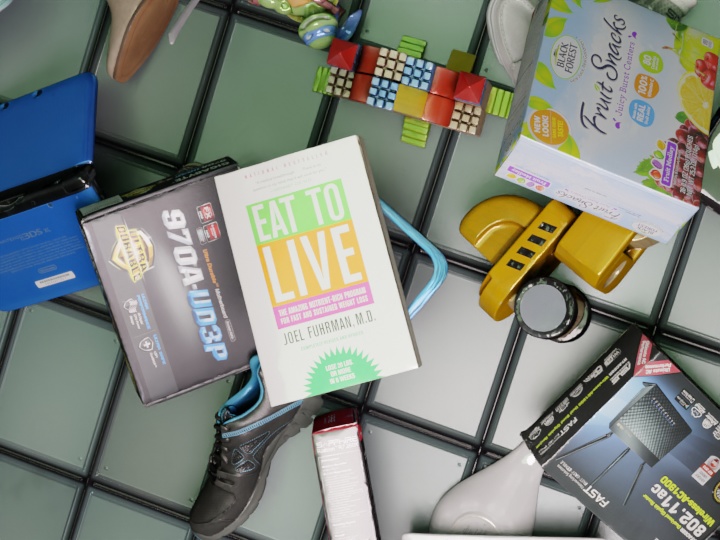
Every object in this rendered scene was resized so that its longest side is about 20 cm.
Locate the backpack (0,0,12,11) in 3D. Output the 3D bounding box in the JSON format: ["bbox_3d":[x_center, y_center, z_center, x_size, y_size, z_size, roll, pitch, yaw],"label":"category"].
[{"bbox_3d":[-0.425,-0.292,1.412,0.174,0.200,0.154,-21,106,7],"label":"backpack"}]

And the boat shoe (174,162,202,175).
[{"bbox_3d":[-0.187,-0.008,1.458,0.071,0.065,0.202,20,95,7],"label":"boat shoe"}]

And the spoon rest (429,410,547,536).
[{"bbox_3d":[0.143,0.218,1.433,0.099,0.061,0.201,36,110,6],"label":"spoon rest"}]

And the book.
[{"bbox_3d":[-0.037,0.001,1.252,0.132,0.048,0.202,-15,89,7],"label":"book"}]

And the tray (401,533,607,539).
[{"bbox_3d":[0.140,0.297,1.417,0.198,0.022,0.108,0,129,8],"label":"tray"}]

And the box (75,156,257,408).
[{"bbox_3d":[-0.167,0.011,1.409,0.158,0.046,0.202,-20,111,-13],"label":"box"}]

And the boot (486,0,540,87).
[{"bbox_3d":[0.181,-0.180,1.379,0.073,0.096,0.201,-29,90,3],"label":"boot"}]

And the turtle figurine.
[{"bbox_3d":[-0.078,-0.313,1.376,0.144,0.199,0.196,-35,62,45],"label":"turtle figurine"}]

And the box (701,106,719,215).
[{"bbox_3d":[0.400,-0.125,1.339,0.148,0.124,0.201,33,95,6],"label":"box"}]

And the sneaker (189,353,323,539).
[{"bbox_3d":[-0.120,0.170,1.440,0.082,0.073,0.201,29,94,-34],"label":"sneaker"}]

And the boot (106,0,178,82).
[{"bbox_3d":[-0.247,-0.308,1.459,0.145,0.070,0.201,31,95,12],"label":"boot"}]

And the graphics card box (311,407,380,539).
[{"bbox_3d":[-0.008,0.240,1.413,0.050,0.125,0.202,-11,92,-1],"label":"graphics card box"}]

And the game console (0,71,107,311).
[{"bbox_3d":[-0.315,-0.075,1.470,0.198,0.119,0.171,-15,122,28],"label":"game console"}]

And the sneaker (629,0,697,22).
[{"bbox_3d":[0.212,-0.262,1.384,0.198,0.074,0.088,25,90,2],"label":"sneaker"}]

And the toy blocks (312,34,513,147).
[{"bbox_3d":[0.043,-0.173,1.381,0.198,0.137,0.101,16,95,7],"label":"toy blocks"}]

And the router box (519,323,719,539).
[{"bbox_3d":[0.268,0.168,1.359,0.150,0.062,0.200,-45,115,8],"label":"router box"}]

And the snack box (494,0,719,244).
[{"bbox_3d":[0.219,-0.144,1.288,0.167,0.068,0.201,22,54,-6],"label":"snack box"}]

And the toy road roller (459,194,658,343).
[{"bbox_3d":[0.185,-0.034,1.379,0.146,0.123,0.200,43,98,15],"label":"toy road roller"}]

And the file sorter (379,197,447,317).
[{"bbox_3d":[0.000,0.000,1.367,0.139,0.200,0.123,42,94,4],"label":"file sorter"}]
